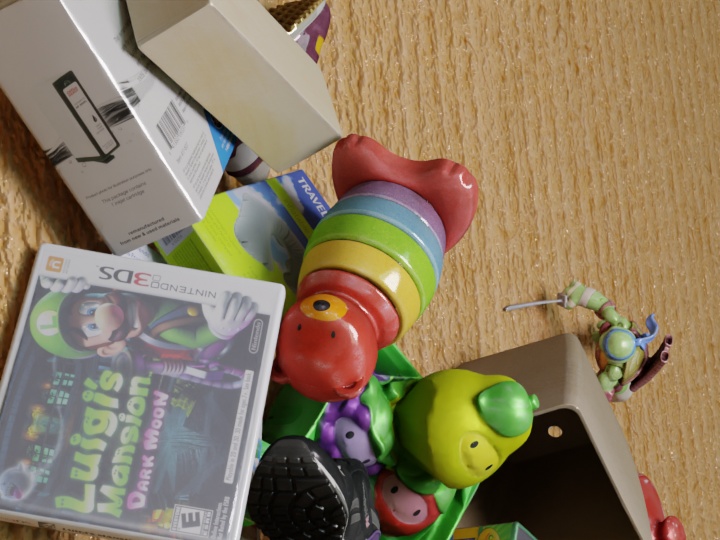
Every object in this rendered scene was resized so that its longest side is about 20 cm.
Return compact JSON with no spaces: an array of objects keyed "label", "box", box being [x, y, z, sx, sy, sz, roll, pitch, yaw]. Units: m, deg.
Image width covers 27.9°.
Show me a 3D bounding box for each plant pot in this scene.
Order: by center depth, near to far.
[{"label":"plant pot","box":[0.163,0.178,1.408,0.201,0.198,0.178,61,26,-23]}]

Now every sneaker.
[{"label":"sneaker","box":[-0.031,0.167,1.085,0.201,0.075,0.088,73,22,-48]},{"label":"sneaker","box":[-0.074,-0.156,1.263,0.201,0.074,0.091,-57,131,-37]}]

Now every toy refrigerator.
[{"label":"toy refrigerator","box":[-0.095,-0.157,1.083,0.200,0.070,0.076,41,26,-55]}]

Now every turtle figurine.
[{"label":"turtle figurine","box":[0.249,0.094,1.646,0.145,0.199,0.194,62,10,16]}]

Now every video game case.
[{"label":"video game case","box":[-0.156,0.085,0.995,0.023,0.180,0.202,100,-1,-62]}]

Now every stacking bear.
[{"label":"stacking bear","box":[-0.001,0.012,1.091,0.114,0.120,0.201,90,22,-47]}]

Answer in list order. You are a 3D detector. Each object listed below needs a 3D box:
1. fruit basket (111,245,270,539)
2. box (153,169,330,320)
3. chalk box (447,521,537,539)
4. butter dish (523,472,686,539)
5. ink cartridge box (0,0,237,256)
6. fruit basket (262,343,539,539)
[{"label":"fruit basket","box":[-0.125,0.089,1.091,0.185,0.093,0.202,38,48,-43]},{"label":"box","box":[-0.066,-0.010,1.168,0.122,0.048,0.200,55,32,7]},{"label":"chalk box","box":[0.110,0.306,1.267,0.125,0.199,0.125,46,46,-37]},{"label":"butter dish","box":[0.279,0.292,1.563,0.199,0.147,0.202,1,80,-55]},{"label":"ink cartridge box","box":[-0.181,-0.137,1.057,0.201,0.084,0.146,59,23,-24]},{"label":"fruit basket","box":[0.045,0.149,1.204,0.216,0.214,0.156,51,59,-34]}]
